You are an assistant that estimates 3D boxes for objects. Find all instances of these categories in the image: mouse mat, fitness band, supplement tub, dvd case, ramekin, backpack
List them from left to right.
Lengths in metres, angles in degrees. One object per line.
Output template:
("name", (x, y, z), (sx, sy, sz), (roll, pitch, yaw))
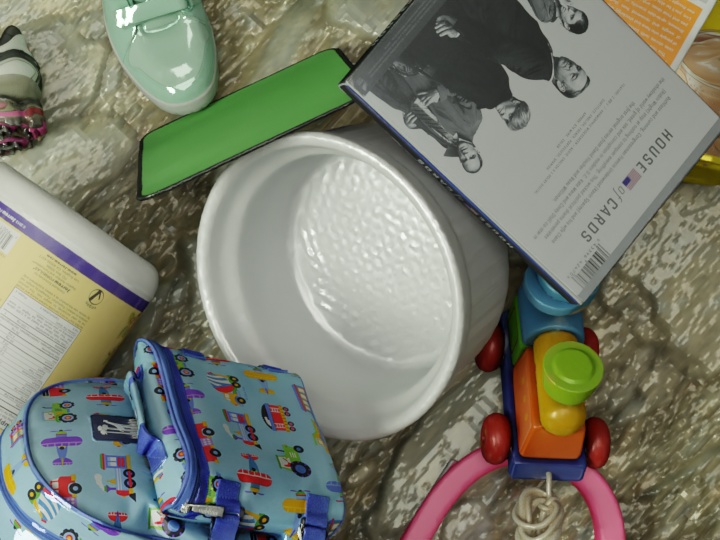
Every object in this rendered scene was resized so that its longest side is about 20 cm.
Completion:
("supplement tub", (-0.244, 0.045, 0.990), (0.145, 0.145, 0.201), (34, 86, 7))
("backpack", (-0.131, 0.130, 0.887), (0.199, 0.183, 0.135), (15, 117, -22))
("mouse mat", (-0.075, -0.101, 0.982), (0.160, 0.200, 0.008), (-25, 109, 0))
("ramekin", (0.000, 0.000, 0.967), (0.199, 0.098, 0.202), (11, 111, 30))
("fitness band", (0.094, 0.209, 1.006), (0.143, 0.037, 0.201), (30, 87, 6))
("dvd case", (0.107, -0.100, 0.902), (0.200, 0.025, 0.151), (42, 82, -11))

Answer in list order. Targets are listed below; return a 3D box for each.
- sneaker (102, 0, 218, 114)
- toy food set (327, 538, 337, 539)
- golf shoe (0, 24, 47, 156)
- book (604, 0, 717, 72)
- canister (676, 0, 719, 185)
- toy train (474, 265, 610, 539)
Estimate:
("sneaker", (-0.158, -0.210, 1.032), (0.073, 0.118, 0.202), (-20, 83, -1))
("toy food set", (-0.038, 0.273, 0.952), (0.199, 0.049, 0.199), (-18, 69, -4))
("golf shoe", (-0.326, -0.121, 1.057), (0.198, 0.073, 0.093), (-9, 76, -8))
("book", (0.148, -0.165, 0.958), (0.133, 0.048, 0.201), (31, 87, 2))
("canister", (0.209, -0.170, 1.023), (0.147, 0.087, 0.202), (10, 85, 5))
("toy train", (0.126, 0.092, 0.945), (0.084, 0.116, 0.201), (3, 55, -6))
